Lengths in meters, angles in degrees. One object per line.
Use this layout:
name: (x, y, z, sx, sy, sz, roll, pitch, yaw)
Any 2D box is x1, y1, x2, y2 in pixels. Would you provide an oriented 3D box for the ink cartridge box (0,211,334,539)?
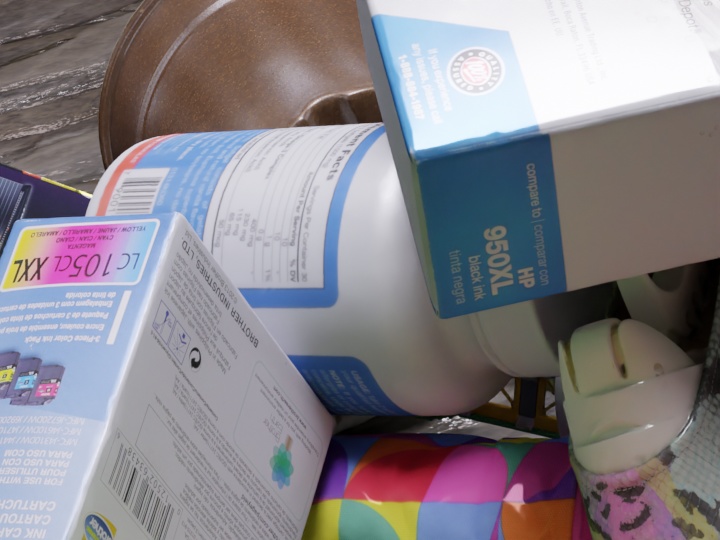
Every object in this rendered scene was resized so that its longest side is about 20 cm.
ink cartridge box: (-0.090, 0.099, 1.031, 0.076, 0.137, 0.201, -6, 51, 27)

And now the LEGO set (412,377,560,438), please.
LEGO set: (0.100, -0.008, 1.310, 0.153, 0.117, 0.200, 16, 25, 29)

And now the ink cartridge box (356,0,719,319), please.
ink cartridge box: (0.105, -0.079, 1.031, 0.199, 0.085, 0.145, -12, 45, -1)

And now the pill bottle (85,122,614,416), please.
pill bottle: (0.000, 0.000, 1.130, 0.199, 0.113, 0.112, 0, 20, 34)

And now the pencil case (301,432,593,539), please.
pencil case: (0.017, 0.097, 1.130, 0.199, 0.089, 0.088, 1, 21, 32)

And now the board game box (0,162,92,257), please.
board game box: (-0.183, -0.010, 1.412, 0.164, 0.057, 0.200, 20, -11, 11)

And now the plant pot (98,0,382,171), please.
plant pot: (-0.016, -0.050, 1.483, 0.199, 0.202, 0.198, -16, 23, -10)

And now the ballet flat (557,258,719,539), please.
ballet flat: (0.105, 0.019, 1.047, 0.069, 0.071, 0.201, -12, 49, 34)

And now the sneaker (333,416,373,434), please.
sneaker: (-0.055, 0.065, 1.343, 0.199, 0.077, 0.081, -17, 28, 1)

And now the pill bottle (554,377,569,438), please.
pill bottle: (0.170, 0.057, 1.103, 0.111, 0.112, 0.200, -21, 19, -27)
